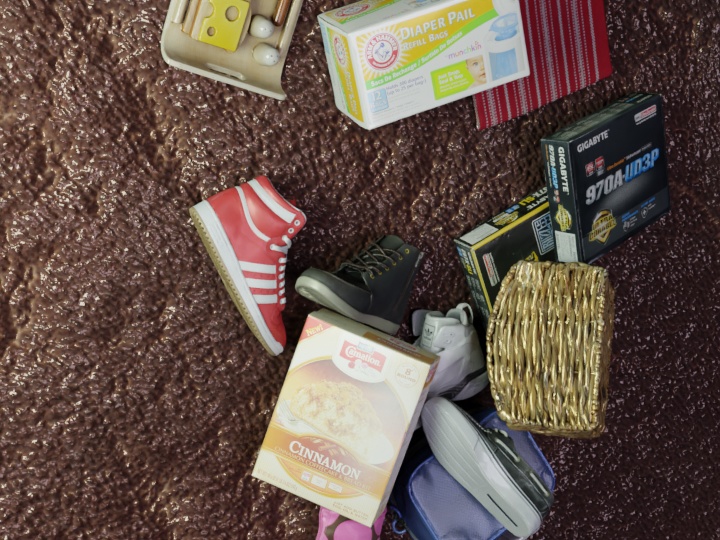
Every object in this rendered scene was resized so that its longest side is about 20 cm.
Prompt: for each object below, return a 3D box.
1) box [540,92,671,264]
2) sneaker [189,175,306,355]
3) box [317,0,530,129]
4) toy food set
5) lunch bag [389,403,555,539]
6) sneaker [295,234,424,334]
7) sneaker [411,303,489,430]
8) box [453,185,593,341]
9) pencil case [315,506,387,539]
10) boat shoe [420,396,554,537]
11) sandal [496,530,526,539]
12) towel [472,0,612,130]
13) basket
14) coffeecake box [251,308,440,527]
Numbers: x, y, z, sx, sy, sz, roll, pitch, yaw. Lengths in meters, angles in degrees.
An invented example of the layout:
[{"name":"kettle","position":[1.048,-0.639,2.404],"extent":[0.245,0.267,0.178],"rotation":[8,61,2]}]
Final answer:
[{"name":"box","position":[0.305,-0.114,1.597],"extent":[0.199,0.046,0.160],"rotation":[-27,117,-39]},{"name":"sneaker","position":[-0.098,-0.008,1.431],"extent":[0.112,0.071,0.201],"rotation":[-30,118,-13]},{"name":"box","position":[0.068,-0.244,1.406],"extent":[0.199,0.101,0.113],"rotation":[-21,117,-13]},{"name":"toy food set","position":[-0.109,-0.288,1.327],"extent":[0.143,0.060,0.202],"rotation":[12,101,-33]},{"name":"lunch bag","position":[0.122,0.264,1.617],"extent":[0.199,0.132,0.137],"rotation":[-32,96,-15]},{"name":"sneaker","position":[0.000,0.000,1.472],"extent":[0.200,0.074,0.107],"rotation":[25,88,-61]},{"name":"sneaker","position":[0.067,0.117,1.571],"extent":[0.199,0.075,0.116],"rotation":[-24,118,-26]},{"name":"box","position":[0.217,0.012,1.631],"extent":[0.159,0.049,0.201],"rotation":[-30,120,-19]},{"name":"pencil case","position":[-0.037,0.367,1.597],"extent":[0.093,0.091,0.202],"rotation":[13,99,-25]},{"name":"boat shoe","position":[0.149,0.220,1.530],"extent":[0.200,0.072,0.071],"rotation":[52,53,-6]},{"name":"sandal","position":[0.146,0.390,1.718],"extent":[0.206,0.079,0.059],"rotation":[-36,123,-3]},{"name":"towel","position":[0.211,-0.265,1.541],"extent":[0.199,0.022,0.146],"rotation":[-24,120,-18]},{"name":"basket","position":[0.227,0.097,1.562],"extent":[0.149,0.141,0.202],"rotation":[32,62,-73]},{"name":"coffeecake box","position":[-0.016,0.166,1.492],"extent":[0.152,0.073,0.202],"rotation":[21,99,10]}]
